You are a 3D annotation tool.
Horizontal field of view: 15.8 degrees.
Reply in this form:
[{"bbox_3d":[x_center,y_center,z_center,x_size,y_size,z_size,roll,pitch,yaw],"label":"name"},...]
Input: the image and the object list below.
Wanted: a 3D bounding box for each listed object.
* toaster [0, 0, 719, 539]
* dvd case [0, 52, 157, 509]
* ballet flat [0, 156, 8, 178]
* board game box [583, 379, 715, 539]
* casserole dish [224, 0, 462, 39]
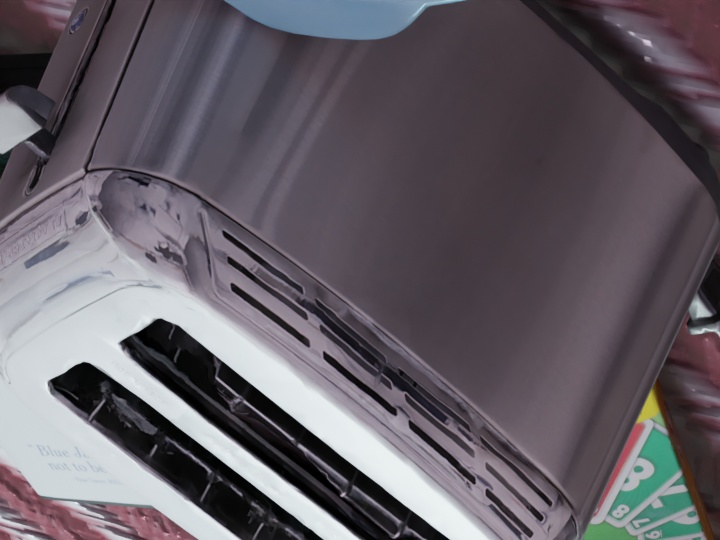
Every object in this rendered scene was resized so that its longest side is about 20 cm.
[{"bbox_3d":[0.000,0.000,0.635,0.200,0.130,0.113,40,145,-20],"label":"toaster"},{"bbox_3d":[-0.091,0.010,0.809,0.142,0.018,0.201,1,139,34],"label":"dvd case"},{"bbox_3d":[-0.097,-0.014,0.721,0.199,0.067,0.071,24,121,2],"label":"ballet flat"},{"bbox_3d":[0.064,0.102,0.778,0.095,0.030,0.201,-16,131,10],"label":"board game box"},{"bbox_3d":[-0.019,-0.139,0.519,0.120,0.039,0.201,8,131,26],"label":"casserole dish"}]
